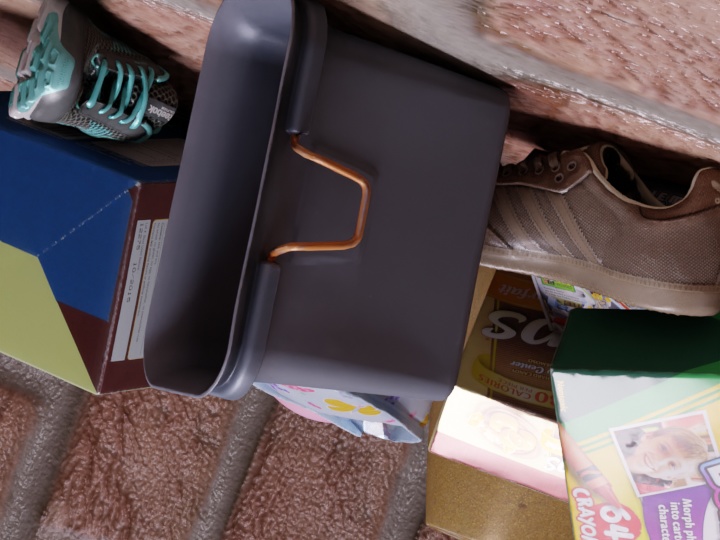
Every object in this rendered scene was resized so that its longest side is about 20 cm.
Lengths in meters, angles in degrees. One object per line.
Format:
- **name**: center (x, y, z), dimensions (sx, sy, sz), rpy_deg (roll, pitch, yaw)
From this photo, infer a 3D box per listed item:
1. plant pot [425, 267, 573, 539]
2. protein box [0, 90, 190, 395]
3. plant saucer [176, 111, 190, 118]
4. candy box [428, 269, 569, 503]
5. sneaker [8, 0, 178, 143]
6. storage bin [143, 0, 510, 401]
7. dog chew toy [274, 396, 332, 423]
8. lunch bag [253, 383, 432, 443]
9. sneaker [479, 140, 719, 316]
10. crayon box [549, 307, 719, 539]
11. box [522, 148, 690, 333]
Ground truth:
- **plant pot**: center (0.118, 0.086, 1.823), dimensions (0.186, 0.201, 0.186), rpy_deg (22, 174, 2)
- **protein box**: center (-0.160, -0.024, 1.781), dimensions (0.198, 0.136, 0.200), rpy_deg (21, -165, 33)
- **plant saucer**: center (-0.079, -0.054, 1.956), dimensions (0.200, 0.051, 0.201), rpy_deg (22, 174, 2)
- **candy box**: center (0.120, 0.047, 1.606), dimensions (0.115, 0.056, 0.200), rpy_deg (20, -144, 4)
- **sneaker**: center (-0.150, -0.111, 1.645), dimensions (0.091, 0.078, 0.200), rpy_deg (17, -177, -1)
- **storage bin**: center (-0.008, -0.027, 1.387), dimensions (0.134, 0.201, 0.145), rpy_deg (12, 178, -22)
- **dog chew toy**: center (0.021, 0.029, 1.907), dimensions (0.199, 0.125, 0.124), rpy_deg (-15, -161, -39)
- **lunch bag**: center (0.000, 0.000, 1.608), dimensions (0.127, 0.170, 0.200), rpy_deg (17, 173, 24)
- **sneaker**: center (0.107, -0.032, 1.444), dimensions (0.199, 0.076, 0.070), rpy_deg (15, -172, 35)
- **crayon box**: center (0.196, 0.116, 1.448), dimensions (0.172, 0.058, 0.201), rpy_deg (2, 127, 18)
- **box**: center (0.174, 0.006, 1.484), dimensions (0.199, 0.035, 0.110), rpy_deg (16, 142, 38)
